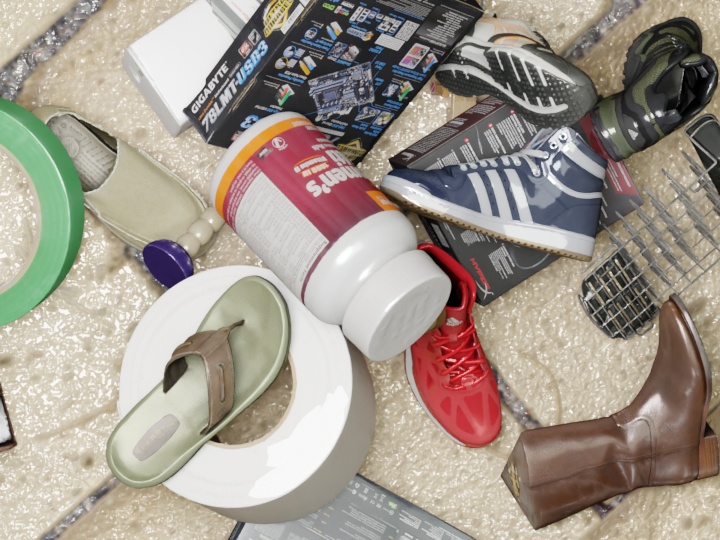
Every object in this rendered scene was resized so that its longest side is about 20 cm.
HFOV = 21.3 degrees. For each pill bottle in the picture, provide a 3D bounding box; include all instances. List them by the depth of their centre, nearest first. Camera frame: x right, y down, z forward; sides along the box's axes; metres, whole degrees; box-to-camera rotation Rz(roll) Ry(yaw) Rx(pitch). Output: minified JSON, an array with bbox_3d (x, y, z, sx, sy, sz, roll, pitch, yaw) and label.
[{"bbox_3d":[-0.024,-0.027,1.551,0.109,0.110,0.200,-42,66,-7],"label":"pill bottle"}]

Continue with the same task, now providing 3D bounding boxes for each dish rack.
[{"bbox_3d":[0.275,-0.030,1.727,0.200,0.153,0.055,-42,53,1],"label":"dish rack"}]

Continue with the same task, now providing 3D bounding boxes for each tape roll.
[{"bbox_3d":[-0.093,0.109,1.636,0.200,0.139,0.205,-2,77,8],"label":"tape roll"},{"bbox_3d":[-0.338,-0.050,1.648,0.198,0.048,0.203,2,102,8],"label":"tape roll"}]

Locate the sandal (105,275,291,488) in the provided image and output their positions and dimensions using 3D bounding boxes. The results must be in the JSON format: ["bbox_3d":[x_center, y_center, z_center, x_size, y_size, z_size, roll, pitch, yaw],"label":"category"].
[{"bbox_3d":[-0.128,0.093,1.543,0.080,0.057,0.201,38,85,15],"label":"sandal"}]

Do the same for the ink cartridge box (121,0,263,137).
[{"bbox_3d":[-0.102,-0.207,1.668,0.199,0.145,0.085,-34,94,-7],"label":"ink cartridge box"}]

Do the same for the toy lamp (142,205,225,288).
[{"bbox_3d":[-0.111,-0.066,1.680,0.058,0.058,0.200,47,58,-5],"label":"toy lamp"}]

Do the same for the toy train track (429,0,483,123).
[{"bbox_3d":[0.093,-0.227,1.746,0.114,0.033,0.202,0,99,-20],"label":"toy train track"}]

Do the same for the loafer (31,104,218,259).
[{"bbox_3d":[-0.214,-0.075,1.688,0.199,0.068,0.076,32,85,-6],"label":"loafer"}]

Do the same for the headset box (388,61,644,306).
[{"bbox_3d":[0.149,-0.086,1.726,0.199,0.075,0.149,-33,105,-7],"label":"headset box"}]

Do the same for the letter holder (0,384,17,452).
[{"bbox_3d":[-0.401,0.132,1.619,0.198,0.142,0.102,-15,91,-8],"label":"letter holder"}]

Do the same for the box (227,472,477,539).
[{"bbox_3d":[-0.017,0.263,1.717,0.199,0.051,0.159,29,82,-6],"label":"box"}]

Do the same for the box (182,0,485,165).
[{"bbox_3d":[-0.020,-0.177,1.606,0.199,0.199,0.050,-49,58,23],"label":"box"}]

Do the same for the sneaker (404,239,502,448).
[{"bbox_3d":[0.077,0.068,1.703,0.078,0.116,0.201,-27,93,-8],"label":"sneaker"}]

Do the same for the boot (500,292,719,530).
[{"bbox_3d":[0.219,0.130,1.741,0.198,0.064,0.188,-13,102,-5],"label":"boot"}]

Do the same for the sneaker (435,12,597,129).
[{"bbox_3d":[0.140,-0.182,1.651,0.080,0.200,0.074,-34,126,-20],"label":"sneaker"}]

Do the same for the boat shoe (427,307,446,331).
[{"bbox_3d":[0.000,0.000,1.664,0.073,0.200,0.076,4,121,-42],"label":"boat shoe"}]

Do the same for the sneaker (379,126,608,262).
[{"bbox_3d":[0.119,-0.084,1.645,0.198,0.070,0.110,16,91,-14],"label":"sneaker"}]

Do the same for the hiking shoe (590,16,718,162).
[{"bbox_3d":[0.284,-0.167,1.712,0.076,0.100,0.200,58,42,-22],"label":"hiking shoe"}]
